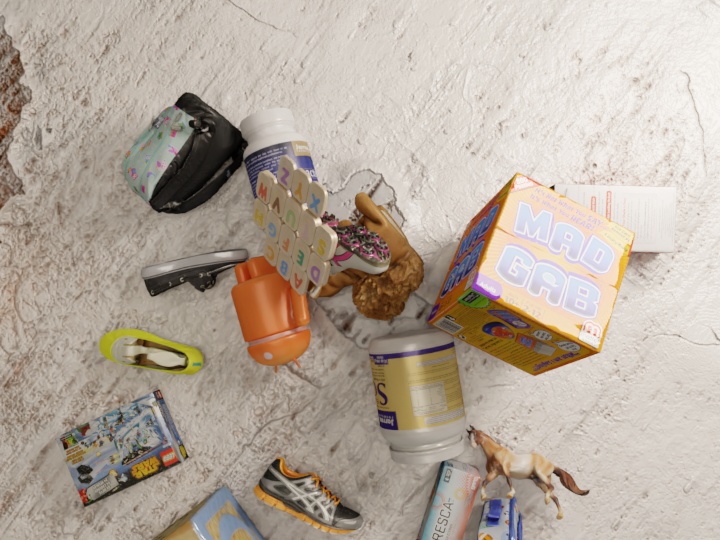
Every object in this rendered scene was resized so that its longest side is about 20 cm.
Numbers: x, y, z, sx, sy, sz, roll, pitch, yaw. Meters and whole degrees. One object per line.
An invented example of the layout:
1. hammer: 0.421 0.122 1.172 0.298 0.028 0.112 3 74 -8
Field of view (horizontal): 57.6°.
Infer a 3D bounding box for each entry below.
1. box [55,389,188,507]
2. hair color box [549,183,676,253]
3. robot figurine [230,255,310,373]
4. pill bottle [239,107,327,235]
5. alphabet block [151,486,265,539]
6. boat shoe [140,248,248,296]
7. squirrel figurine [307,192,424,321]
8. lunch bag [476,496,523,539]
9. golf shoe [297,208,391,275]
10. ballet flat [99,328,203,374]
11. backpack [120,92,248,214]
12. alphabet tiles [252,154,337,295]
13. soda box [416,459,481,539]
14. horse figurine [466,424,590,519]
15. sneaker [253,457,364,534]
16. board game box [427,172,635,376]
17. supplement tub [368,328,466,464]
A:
1. box: -0.427 0.318 1.175 0.199 0.040 0.137 -25 86 4
2. hair color box: 0.419 -0.086 1.106 0.199 0.064 0.111 3 90 3
3. robot figurine: -0.151 0.075 1.120 0.143 0.117 0.201 -16 88 4
4. pill bottle: -0.136 -0.167 1.124 0.115 0.116 0.201 -17 88 4
5. alphabet block: -0.271 0.517 1.085 0.200 0.195 0.197 -37 85 2
6. boat shoe: -0.290 0.007 1.158 0.199 0.070 0.067 -12 96 5
7. squirrel figurine: 0.000 0.000 1.104 0.186 0.142 0.200 -39 84 9
8. lunch bag: 0.227 0.453 1.042 0.075 0.200 0.161 -5 89 13
9. golf shoe: -0.031 -0.028 1.011 0.200 0.072 0.092 27 121 40
10. ballet flat: -0.379 0.145 1.161 0.199 0.067 0.067 11 90 5
11. backpack: -0.309 -0.196 1.130 0.127 0.167 0.200 43 96 24
12. alphabet tiles: -0.107 -0.068 1.018 0.200 0.015 0.196 43 133 32
13. soda box: 0.143 0.428 1.117 0.068 0.064 0.201 18 90 5
14. horse figurine: 0.273 0.340 1.094 0.199 0.133 0.050 12 120 0
15. sneaker: -0.083 0.392 1.132 0.199 0.078 0.077 23 82 3
16. board game box: 0.253 0.015 0.998 0.199 0.200 0.200 27 68 -3
17. supplement tub: 0.096 0.204 1.084 0.145 0.145 0.201 -9 88 4
